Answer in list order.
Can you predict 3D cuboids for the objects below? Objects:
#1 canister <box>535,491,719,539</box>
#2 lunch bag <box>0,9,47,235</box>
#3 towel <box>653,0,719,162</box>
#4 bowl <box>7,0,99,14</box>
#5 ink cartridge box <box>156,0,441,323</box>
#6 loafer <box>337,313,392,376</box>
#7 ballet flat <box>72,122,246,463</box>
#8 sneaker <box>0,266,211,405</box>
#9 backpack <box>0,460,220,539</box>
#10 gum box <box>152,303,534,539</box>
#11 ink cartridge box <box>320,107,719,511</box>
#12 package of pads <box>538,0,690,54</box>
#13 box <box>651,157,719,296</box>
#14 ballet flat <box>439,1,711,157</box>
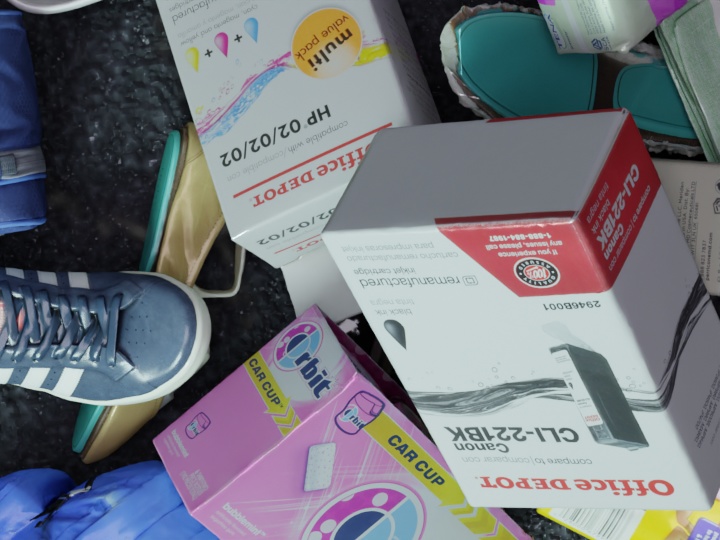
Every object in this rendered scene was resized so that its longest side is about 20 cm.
[{"bbox_3d":[0.214,0.115,1.309,0.200,0.087,0.149,27,95,0],"label":"canister"},{"bbox_3d":[-0.268,-0.060,1.263,0.199,0.136,0.133,-9,94,-11],"label":"lunch bag"},{"bbox_3d":[0.266,-0.118,1.287,0.200,0.023,0.153,-30,103,-17],"label":"towel"},{"bbox_3d":[-0.140,-0.254,1.291,0.200,0.075,0.200,-25,93,1],"label":"bowl"},{"bbox_3d":[-0.023,-0.081,1.257,0.115,0.068,0.200,-24,69,14],"label":"ink cartridge box"},{"bbox_3d":[0.000,0.000,1.313,0.072,0.063,0.201,8,94,2],"label":"loafer"},{"bbox_3d":[-0.102,0.019,1.317,0.063,0.069,0.200,17,96,-16],"label":"ballet flat"},{"bbox_3d":[-0.179,0.030,1.267,0.200,0.084,0.075,-1,79,28],"label":"sneaker"},{"bbox_3d":[-0.155,0.185,1.279,0.200,0.163,0.168,-36,90,4],"label":"backpack"},{"bbox_3d":[-0.003,0.122,1.272,0.113,0.066,0.200,-40,132,5],"label":"gum box"},{"bbox_3d":[0.092,0.025,1.177,0.144,0.084,0.200,-3,132,33],"label":"ink cartridge box"},{"bbox_3d":[0.152,-0.226,1.216,0.200,0.068,0.155,-38,115,-30],"label":"package of pads"},{"bbox_3d":[0.125,-0.028,1.256,0.200,0.082,0.069,7,94,32],"label":"box"},{"bbox_3d":[0.118,-0.096,1.274,0.200,0.072,0.072,12,95,-28],"label":"ballet flat"}]
